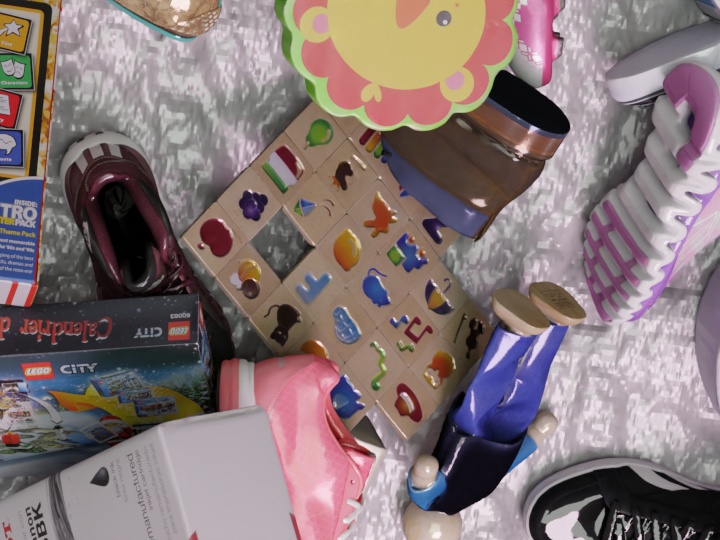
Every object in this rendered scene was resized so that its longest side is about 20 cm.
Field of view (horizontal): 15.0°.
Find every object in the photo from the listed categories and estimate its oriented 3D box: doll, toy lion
[{"bbox_3d":[0.081,0.102,1.747,0.136,0.048,0.200,-10,133,-49],"label":"doll"},{"bbox_3d":[0.012,-0.185,1.582,0.200,0.069,0.192,29,97,-21],"label":"toy lion"}]

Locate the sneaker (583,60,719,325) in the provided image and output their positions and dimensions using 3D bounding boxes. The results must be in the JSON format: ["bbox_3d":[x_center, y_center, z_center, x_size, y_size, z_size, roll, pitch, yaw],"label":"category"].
[{"bbox_3d":[0.210,-0.042,1.718,0.088,0.081,0.200,1,134,-29],"label":"sneaker"}]

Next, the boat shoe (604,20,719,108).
[{"bbox_3d":[0.255,-0.129,1.734,0.199,0.072,0.068,-19,105,-12],"label":"boat shoe"}]

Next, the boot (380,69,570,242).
[{"bbox_3d":[0.023,-0.103,1.686,0.200,0.075,0.097,35,118,9],"label":"boot"}]

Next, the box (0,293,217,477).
[{"bbox_3d":[-0.188,0.074,1.663,0.199,0.038,0.137,-4,144,2],"label":"box"}]

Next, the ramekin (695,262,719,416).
[{"bbox_3d":[0.314,0.049,1.771,0.200,0.098,0.201,-3,104,-10],"label":"ramekin"}]

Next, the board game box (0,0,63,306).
[{"bbox_3d":[-0.258,-0.087,1.614,0.151,0.046,0.201,8,71,-11],"label":"board game box"}]

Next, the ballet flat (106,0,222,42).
[{"bbox_3d":[-0.169,-0.207,1.625,0.199,0.071,0.065,24,119,-7],"label":"ballet flat"}]

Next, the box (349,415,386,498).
[{"bbox_3d":[-0.069,0.176,1.747,0.095,0.078,0.201,24,99,-14],"label":"box"}]

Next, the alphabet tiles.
[{"bbox_3d":[0.000,0.000,1.710,0.167,0.008,0.200,-47,109,-27],"label":"alphabet tiles"}]

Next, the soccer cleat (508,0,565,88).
[{"bbox_3d":[0.079,-0.211,1.685,0.086,0.070,0.201,-5,99,0],"label":"soccer cleat"}]

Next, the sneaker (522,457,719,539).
[{"bbox_3d":[0.213,0.175,1.778,0.199,0.112,0.073,6,102,-11],"label":"sneaker"}]

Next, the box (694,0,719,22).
[{"bbox_3d":[0.212,-0.265,1.693,0.116,0.060,0.200,-36,107,1],"label":"box"}]

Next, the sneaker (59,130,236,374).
[{"bbox_3d":[-0.130,0.018,1.676,0.075,0.116,0.201,-26,107,-2],"label":"sneaker"}]

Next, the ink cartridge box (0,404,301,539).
[{"bbox_3d":[-0.126,0.179,1.624,0.083,0.200,0.147,-8,77,-41],"label":"ink cartridge box"}]

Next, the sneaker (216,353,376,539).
[{"bbox_3d":[-0.027,0.144,1.661,0.086,0.074,0.201,-14,104,3],"label":"sneaker"}]
